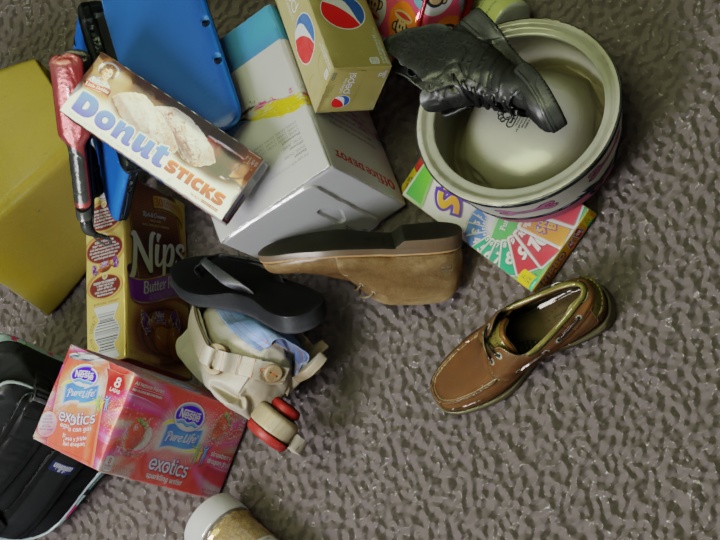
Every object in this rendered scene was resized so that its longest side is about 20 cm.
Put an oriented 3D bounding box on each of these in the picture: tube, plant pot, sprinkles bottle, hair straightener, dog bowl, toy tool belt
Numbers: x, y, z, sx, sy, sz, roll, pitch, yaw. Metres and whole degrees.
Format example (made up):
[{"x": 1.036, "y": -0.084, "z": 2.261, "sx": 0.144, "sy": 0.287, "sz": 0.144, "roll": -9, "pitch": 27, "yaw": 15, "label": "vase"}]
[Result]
[{"x": 0.090, "y": -0.295, "z": 1.739, "sx": 0.058, "sy": 0.052, "sz": 0.200, "roll": -28, "pitch": 50, "yaw": -22, "label": "tube"}, {"x": -0.362, "y": -0.106, "z": 1.876, "sx": 0.176, "sy": 0.200, "sz": 0.200, "roll": -38, "pitch": 60, "yaw": 3, "label": "plant pot"}, {"x": -0.085, "y": 0.297, "z": 1.658, "sx": 0.200, "sy": 0.068, "sz": 0.068, "roll": 36, "pitch": 95, "yaw": 33, "label": "sprinkles bottle"}, {"x": -0.272, "y": -0.124, "z": 1.722, "sx": 0.041, "sy": 0.077, "sz": 0.202, "roll": -8, "pitch": 105, "yaw": 6, "label": "hair straightener"}, {"x": 0.157, "y": -0.134, "z": 1.616, "sx": 0.199, "sy": 0.074, "sz": 0.202, "roll": -10, "pitch": 62, "yaw": 19, "label": "dog bowl"}, {"x": -0.094, "y": 0.082, "z": 1.689, "sx": 0.123, "sy": 0.125, "sz": 0.200, "roll": -53, "pitch": 38, "yaw": 0, "label": "toy tool belt"}]

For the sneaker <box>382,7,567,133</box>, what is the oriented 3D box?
[{"x": 0.102, "y": -0.170, "z": 1.581, "sx": 0.104, "sy": 0.060, "sz": 0.200, "roll": -35, "pitch": 52, "yaw": 2, "label": "sneaker"}]

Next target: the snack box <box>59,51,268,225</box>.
[{"x": -0.188, "y": -0.126, "z": 1.635, "sx": 0.199, "sy": 0.024, "sz": 0.072, "roll": 34, "pitch": 85, "yaw": 14, "label": "snack box"}]

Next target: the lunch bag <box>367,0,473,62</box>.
[{"x": 0.024, "y": -0.282, "z": 1.722, "sx": 0.200, "sy": 0.082, "sz": 0.177, "roll": 39, "pitch": 124, "yaw": 41, "label": "lunch bag"}]

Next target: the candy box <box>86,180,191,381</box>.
[{"x": -0.233, "y": 0.012, "z": 1.799, "sx": 0.056, "sy": 0.117, "sz": 0.202, "roll": -14, "pitch": 70, "yaw": 26, "label": "candy box"}]

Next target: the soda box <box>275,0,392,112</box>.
[{"x": -0.035, "y": -0.252, "z": 1.663, "sx": 0.068, "sy": 0.064, "sz": 0.201, "roll": 117, "pitch": 140, "yaw": -51, "label": "soda box"}]

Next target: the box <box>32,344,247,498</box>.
[{"x": -0.212, "y": 0.152, "z": 1.696, "sx": 0.094, "sy": 0.200, "sz": 0.103, "roll": 19, "pitch": 85, "yaw": 34, "label": "box"}]

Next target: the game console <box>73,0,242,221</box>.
[{"x": -0.211, "y": -0.179, "z": 1.733, "sx": 0.117, "sy": 0.171, "sz": 0.201, "roll": -9, "pitch": 64, "yaw": -20, "label": "game console"}]

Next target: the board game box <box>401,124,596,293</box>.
[{"x": 0.126, "y": -0.069, "z": 1.665, "sx": 0.200, "sy": 0.030, "sz": 0.096, "roll": 39, "pitch": 96, "yaw": 35, "label": "board game box"}]

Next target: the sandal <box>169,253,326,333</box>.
[{"x": -0.110, "y": 0.010, "z": 1.688, "sx": 0.199, "sy": 0.076, "sz": 0.043, "roll": 15, "pitch": 125, "yaw": 40, "label": "sandal"}]

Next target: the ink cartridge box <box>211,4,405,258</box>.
[{"x": -0.076, "y": -0.128, "z": 1.727, "sx": 0.146, "sy": 0.146, "sz": 0.201, "roll": -32, "pitch": 62, "yaw": 21, "label": "ink cartridge box"}]

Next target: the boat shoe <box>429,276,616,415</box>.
[{"x": 0.138, "y": 0.064, "z": 1.593, "sx": 0.200, "sy": 0.068, "sz": 0.072, "roll": -36, "pitch": 62, "yaw": 18, "label": "boat shoe"}]

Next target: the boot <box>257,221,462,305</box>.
[{"x": 0.000, "y": 0.000, "z": 1.657, "sx": 0.198, "sy": 0.074, "sz": 0.076, "roll": -1, "pitch": 112, "yaw": 5, "label": "boot"}]

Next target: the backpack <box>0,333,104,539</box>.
[{"x": -0.359, "y": 0.178, "z": 1.792, "sx": 0.201, "sy": 0.177, "sz": 0.151, "roll": -55, "pitch": 31, "yaw": 16, "label": "backpack"}]
